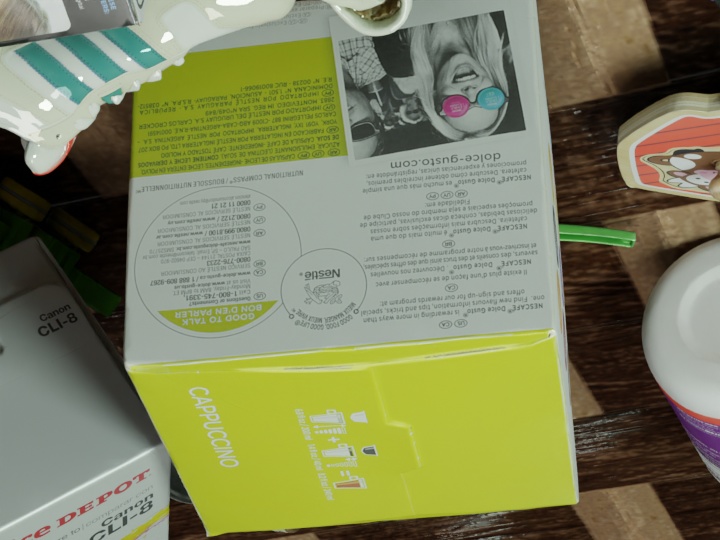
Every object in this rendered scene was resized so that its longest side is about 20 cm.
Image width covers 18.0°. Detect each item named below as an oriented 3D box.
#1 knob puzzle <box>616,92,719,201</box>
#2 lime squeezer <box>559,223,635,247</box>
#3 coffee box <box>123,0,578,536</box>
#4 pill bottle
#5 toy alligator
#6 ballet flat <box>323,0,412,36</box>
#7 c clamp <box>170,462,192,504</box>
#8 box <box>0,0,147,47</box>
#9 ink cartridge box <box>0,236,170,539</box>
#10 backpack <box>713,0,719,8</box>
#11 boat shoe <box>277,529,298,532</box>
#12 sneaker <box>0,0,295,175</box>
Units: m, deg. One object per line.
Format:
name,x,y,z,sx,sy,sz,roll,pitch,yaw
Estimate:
knob puzzle,0.218,-0.050,1.168,0.219,0.031,0.220,5,168,1
lime squeezer,0.055,-0.004,1.267,0.199,0.071,0.038,-25,139,-19
coffee box,0.000,0.000,1.129,0.199,0.199,0.200,-5,151,6
pill bottle,0.242,0.068,1.352,0.112,0.113,0.200,-12,150,17
toy alligator,-0.205,-0.025,1.226,0.054,0.059,0.200,30,177,42
ballet flat,-0.026,-0.165,0.969,0.069,0.070,0.200,-16,148,24
c clamp,-0.040,0.067,1.359,0.199,0.027,0.171,-20,138,-5
box,-0.184,-0.140,0.945,0.199,0.117,0.060,-7,127,12
ink cartridge box,-0.195,0.112,1.198,0.145,0.145,0.200,-28,154,-21
backpack,0.170,-0.188,0.852,0.199,0.155,0.191,-5,143,19
boat shoe,-0.086,0.118,1.478,0.076,0.072,0.200,9,152,13
sneaker,-0.125,-0.094,1.027,0.199,0.094,0.070,-7,-170,-9
